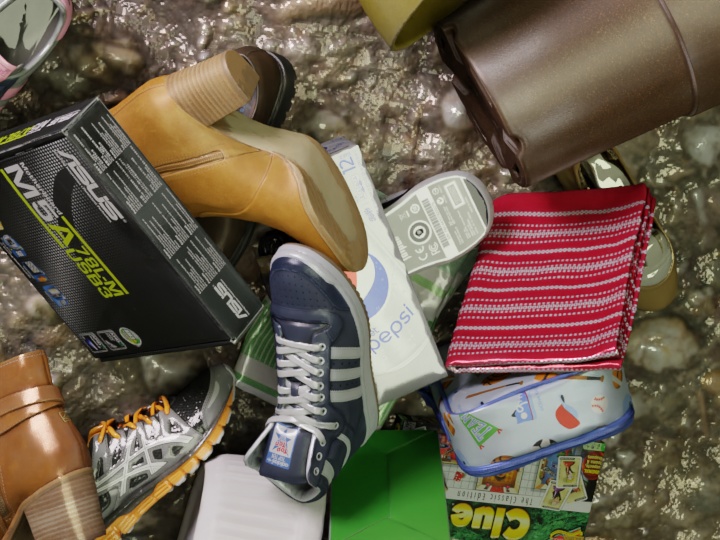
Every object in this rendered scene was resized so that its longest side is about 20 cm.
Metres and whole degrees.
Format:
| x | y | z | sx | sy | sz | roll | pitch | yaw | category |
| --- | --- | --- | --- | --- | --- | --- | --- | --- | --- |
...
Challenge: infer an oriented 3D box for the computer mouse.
| x | y | z | sx | sy | sz | roll | pitch | yaw | category |
| --- | --- | --- | --- | --- | --- | --- | --- | --- | --- |
| 0.016 | -0.016 | 1.327 | 0.200 | 0.044 | 0.110 | -26 | 102 | -5 | computer mouse |

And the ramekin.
| x | y | z | sx | sy | sz | roll | pitch | yaw | category |
| --- | --- | --- | --- | --- | --- | --- | --- | --- | --- |
| -0.098 | 0.238 | 1.289 | 0.094 | 0.202 | 0.203 | 15 | 97 | -9 | ramekin |

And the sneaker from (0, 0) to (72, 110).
| x | y | z | sx | sy | sz | roll | pitch | yaw | category |
| --- | --- | --- | --- | --- | --- | --- | --- | --- | --- |
| -0.287 | -0.142 | 1.195 | 0.070 | 0.082 | 0.200 | 38 | 89 | -22 | sneaker |

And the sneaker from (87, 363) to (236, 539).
| x | y | z | sx | sy | sz | roll | pitch | yaw | category |
| --- | --- | --- | --- | --- | --- | --- | --- | --- | --- |
| -0.179 | 0.145 | 1.303 | 0.200 | 0.078 | 0.077 | -46 | 102 | -5 | sneaker |

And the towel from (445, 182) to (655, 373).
| x | y | z | sx | sy | sz | roll | pitch | yaw | category |
| --- | --- | --- | --- | --- | --- | --- | --- | --- | --- |
| 0.154 | 0.004 | 1.300 | 0.144 | 0.200 | 0.023 | -3 | 132 | 22 | towel |

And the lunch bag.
| x | y | z | sx | sy | sz | roll | pitch | yaw | category |
| --- | --- | --- | --- | --- | --- | --- | --- | --- | --- |
| 0.131 | 0.096 | 1.327 | 0.160 | 0.200 | 0.076 | -21 | 103 | 1 | lunch bag |

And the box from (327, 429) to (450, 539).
| x | y | z | sx | sy | sz | roll | pitch | yaw | category |
| --- | --- | --- | --- | --- | --- | --- | --- | --- | --- |
| 0.019 | 0.249 | 1.306 | 0.096 | 0.200 | 0.177 | 0 | 110 | 0 | box |

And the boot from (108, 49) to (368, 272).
| x | y | z | sx | sy | sz | roll | pitch | yaw | category |
| --- | --- | --- | --- | --- | --- | --- | --- | --- | --- |
| -0.099 | -0.058 | 1.198 | 0.144 | 0.071 | 0.201 | -26 | 112 | 28 | boot |

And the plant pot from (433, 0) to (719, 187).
| x | y | z | sx | sy | sz | roll | pitch | yaw | category |
| --- | --- | --- | --- | --- | --- | --- | --- | --- | --- |
| 0.178 | -0.178 | 1.295 | 0.198 | 0.200 | 0.200 | -29 | 110 | -1 | plant pot |

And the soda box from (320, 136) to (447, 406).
| x | y | z | sx | sy | sz | roll | pitch | yaw | category |
| --- | --- | --- | --- | --- | --- | --- | --- | --- | --- |
| 0.000 | 0.000 | 1.270 | 0.063 | 0.068 | 0.200 | -23 | 103 | -6 | soda box |

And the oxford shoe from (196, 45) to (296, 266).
| x | y | z | sx | sy | sz | roll | pitch | yaw | category |
| --- | --- | --- | --- | --- | --- | --- | --- | --- | --- |
| -0.116 | -0.080 | 1.258 | 0.073 | 0.084 | 0.200 | 16 | 94 | 20 | oxford shoe |

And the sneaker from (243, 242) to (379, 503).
| x | y | z | sx | sy | sz | roll | pitch | yaw | category |
| --- | --- | --- | --- | --- | --- | --- | --- | --- | --- |
| -0.043 | 0.084 | 1.192 | 0.109 | 0.070 | 0.200 | -51 | 141 | -38 | sneaker |

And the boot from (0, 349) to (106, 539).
| x | y | z | sx | sy | sz | roll | pitch | yaw | category |
| --- | --- | --- | --- | --- | --- | --- | --- | --- | --- |
| -0.294 | 0.158 | 1.266 | 0.200 | 0.074 | 0.155 | -22 | 83 | 21 | boot |

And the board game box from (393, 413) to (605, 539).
| x | y | z | sx | sy | sz | roll | pitch | yaw | category |
| --- | --- | --- | --- | --- | --- | --- | --- | --- | --- |
| 0.115 | 0.189 | 1.438 | 0.200 | 0.023 | 0.105 | 8 | 102 | -20 | board game box |

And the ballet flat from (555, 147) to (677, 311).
| x | y | z | sx | sy | sz | roll | pitch | yaw | category |
| --- | --- | --- | --- | --- | --- | --- | --- | --- | --- |
| 0.225 | -0.038 | 1.399 | 0.069 | 0.063 | 0.200 | -39 | 111 | -9 | ballet flat |

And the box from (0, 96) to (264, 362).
| x | y | z | sx | sy | sz | roll | pitch | yaw | category |
| --- | --- | --- | --- | --- | --- | --- | --- | --- | --- |
| -0.193 | -0.022 | 1.198 | 0.048 | 0.193 | 0.200 | -50 | 115 | -30 | box |

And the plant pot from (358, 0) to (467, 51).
| x | y | z | sx | sy | sz | roll | pitch | yaw | category |
| --- | --- | --- | --- | --- | --- | --- | --- | --- | --- |
| 0.049 | -0.288 | 1.234 | 0.200 | 0.200 | 0.142 | -42 | 87 | -5 | plant pot |

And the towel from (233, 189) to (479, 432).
| x | y | z | sx | sy | sz | roll | pitch | yaw | category |
| --- | --- | --- | --- | --- | --- | --- | --- | --- | --- |
| -0.006 | 0.036 | 1.362 | 0.152 | 0.023 | 0.200 | 27 | 93 | -21 | towel |
